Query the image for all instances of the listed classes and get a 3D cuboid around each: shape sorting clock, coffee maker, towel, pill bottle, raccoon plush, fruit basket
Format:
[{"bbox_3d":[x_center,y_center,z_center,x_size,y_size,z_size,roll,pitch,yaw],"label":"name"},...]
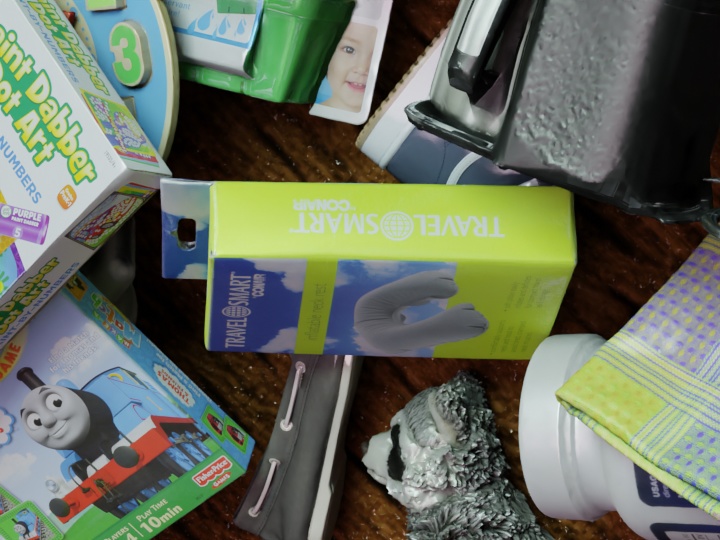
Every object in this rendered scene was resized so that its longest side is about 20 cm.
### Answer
[{"bbox_3d":[-0.179,-0.107,1.249,0.200,0.039,0.200,6,101,32],"label":"shape sorting clock"},{"bbox_3d":[0.140,-0.133,1.084,0.192,0.135,0.200,18,104,2],"label":"coffee maker"},{"bbox_3d":[0.202,0.022,1.116,0.200,0.023,0.144,-45,48,-12],"label":"towel"},{"bbox_3d":[0.187,0.079,1.172,0.200,0.116,0.116,0,102,26],"label":"pill bottle"},{"bbox_3d":[0.094,0.135,1.273,0.200,0.097,0.134,14,96,-8],"label":"raccoon plush"},{"bbox_3d":[-0.061,-0.191,1.244,0.185,0.094,0.200,16,106,22],"label":"fruit basket"}]

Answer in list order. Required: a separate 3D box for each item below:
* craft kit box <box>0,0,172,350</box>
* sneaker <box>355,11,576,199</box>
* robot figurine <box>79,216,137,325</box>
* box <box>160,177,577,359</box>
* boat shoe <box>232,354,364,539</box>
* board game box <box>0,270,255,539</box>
[{"bbox_3d":[-0.216,-0.058,1.208,0.198,0.048,0.200,-44,66,18],"label":"craft kit box"},{"bbox_3d":[0.097,-0.102,1.201,0.108,0.070,0.200,43,114,5],"label":"sneaker"},{"bbox_3d":[-0.205,0.038,1.359,0.170,0.113,0.200,32,119,-21],"label":"robot figurine"},{"bbox_3d":[0.000,0.000,1.189,0.200,0.122,0.048,1,65,-4],"label":"box"},{"bbox_3d":[-0.030,0.064,1.302,0.057,0.067,0.200,13,111,6],"label":"boat shoe"},{"bbox_3d":[-0.180,0.073,1.289,0.151,0.037,0.200,-36,108,24],"label":"board game box"}]
